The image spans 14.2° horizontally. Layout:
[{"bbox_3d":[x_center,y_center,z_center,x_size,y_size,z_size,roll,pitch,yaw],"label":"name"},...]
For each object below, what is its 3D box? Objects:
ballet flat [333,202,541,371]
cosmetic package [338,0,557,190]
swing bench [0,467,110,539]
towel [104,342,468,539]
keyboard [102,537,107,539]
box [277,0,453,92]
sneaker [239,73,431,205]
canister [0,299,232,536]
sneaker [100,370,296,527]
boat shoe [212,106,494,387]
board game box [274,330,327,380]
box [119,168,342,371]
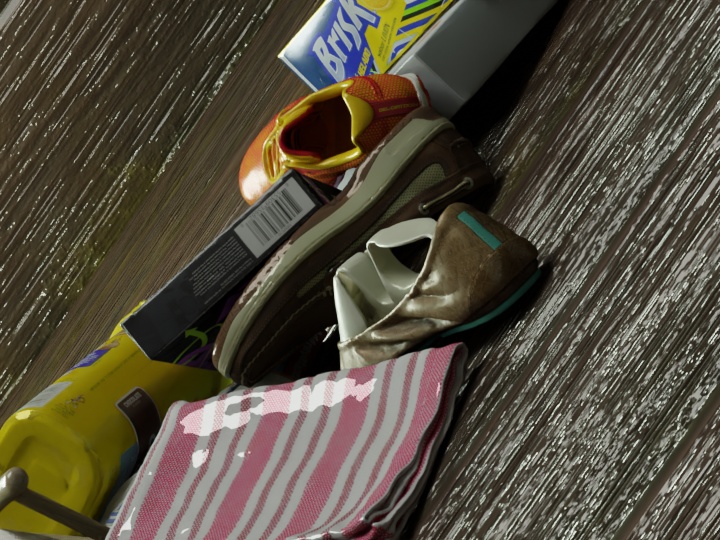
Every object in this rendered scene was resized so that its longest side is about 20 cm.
[{"bbox_3d":[0.025,0.014,1.535,0.068,0.072,0.200,-42,1,-29],"label":"ballet flat"},{"bbox_3d":[0.044,-0.121,1.908,0.151,0.052,0.200,-52,5,-38],"label":"cosmetic package"},{"bbox_3d":[-0.234,0.235,1.690,0.200,0.129,0.200,-13,52,54],"label":"swing bench"},{"bbox_3d":[-0.046,0.103,1.482,0.199,0.030,0.147,-13,34,32],"label":"towel"},{"bbox_3d":[-0.081,0.140,1.597,0.199,0.021,0.127,-33,-20,1],"label":"keyboard"},{"bbox_3d":[0.023,-0.183,1.918,0.070,0.064,0.200,-47,2,-35],"label":"box"},{"bbox_3d":[-0.033,-0.084,1.826,0.200,0.077,0.073,-29,70,56],"label":"sneaker"},{"bbox_3d":[-0.175,0.118,1.880,0.149,0.086,0.200,-59,-8,28],"label":"canister"},{"bbox_3d":[-0.105,0.147,1.747,0.200,0.075,0.088,-54,10,18],"label":"sneaker"},{"bbox_3d":[-0.001,-0.001,1.708,0.202,0.075,0.075,-49,-14,3],"label":"boat shoe"},{"bbox_3d":[-0.093,0.125,1.932,0.200,0.019,0.103,-49,10,36],"label":"board game box"},{"bbox_3d":[-0.058,0.005,1.811,0.143,0.036,0.200,-42,-12,8],"label":"box"}]
